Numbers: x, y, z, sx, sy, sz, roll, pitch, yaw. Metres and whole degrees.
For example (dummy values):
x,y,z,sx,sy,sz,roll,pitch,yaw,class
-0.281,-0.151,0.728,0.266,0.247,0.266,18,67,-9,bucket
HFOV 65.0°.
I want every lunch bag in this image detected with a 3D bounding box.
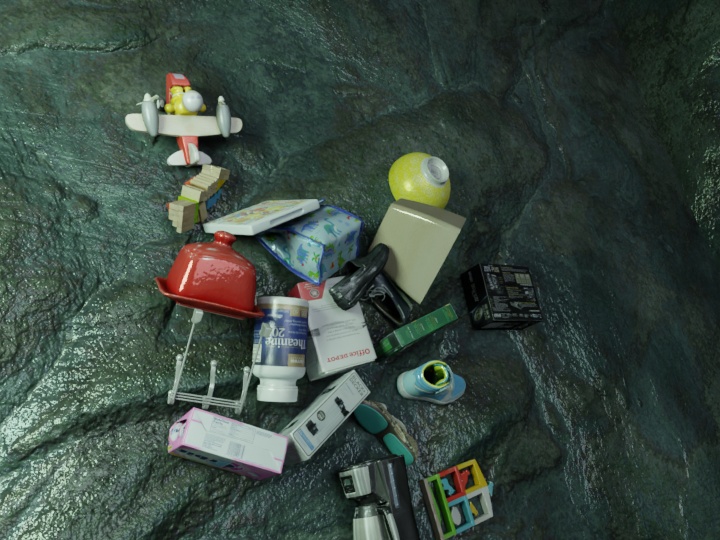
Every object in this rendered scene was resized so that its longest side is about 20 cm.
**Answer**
x,y,z,sx,sy,sz,roll,pitch,yaw,class
-0.118,-0.083,1.280,0.197,0.130,0.169,25,34,24,lunch bag

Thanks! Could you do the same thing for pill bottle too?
x,y,z,sx,sy,sz,roll,pitch,yaw,class
-0.163,0.159,1.144,0.109,0.110,0.205,7,80,-30,pill bottle

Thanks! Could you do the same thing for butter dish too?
x,y,z,sx,sy,sz,roll,pitch,yaw,class
-0.278,-0.002,1.088,0.197,0.199,0.151,16,92,-25,butter dish

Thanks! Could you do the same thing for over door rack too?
x,y,z,sx,sy,sz,roll,pitch,yaw,class
-0.265,0.167,1.061,0.145,0.203,0.067,14,18,-25,over door rack

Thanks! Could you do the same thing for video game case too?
x,y,z,sx,sy,sz,roll,pitch,yaw,class
-0.214,-0.117,1.213,0.180,0.198,0.023,-28,112,-38,video game case

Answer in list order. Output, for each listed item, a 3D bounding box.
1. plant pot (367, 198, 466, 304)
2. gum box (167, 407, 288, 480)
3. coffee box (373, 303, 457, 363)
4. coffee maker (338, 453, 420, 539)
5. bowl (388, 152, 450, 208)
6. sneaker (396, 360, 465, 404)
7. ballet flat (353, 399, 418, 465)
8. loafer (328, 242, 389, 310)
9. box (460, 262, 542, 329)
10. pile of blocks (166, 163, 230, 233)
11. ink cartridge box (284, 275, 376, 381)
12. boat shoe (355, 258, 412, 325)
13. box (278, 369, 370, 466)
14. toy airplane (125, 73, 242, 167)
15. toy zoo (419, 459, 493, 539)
x,y,z,sx,sy,sz,roll,pitch,yaw,class
0.132,-0.071,1.388,0.175,0.203,0.200,30,18,6,plant pot
-0.245,0.318,1.027,0.197,0.113,0.067,25,56,-21,gum box
0.128,0.149,1.350,0.198,0.123,0.045,-21,76,-37,coffee box
0.053,0.486,1.149,0.191,0.133,0.204,17,57,-53,coffee maker
0.187,-0.258,1.593,0.197,0.107,0.204,14,60,-26,bowl
0.198,0.263,1.332,0.196,0.130,0.081,6,63,-31,sneaker
0.057,0.344,1.253,0.200,0.067,0.076,48,29,-11,ballet flat
0.000,0.000,1.263,0.071,0.068,0.201,47,54,-13,loafer
0.395,0.075,1.580,0.196,0.086,0.167,3,66,-32,box
-0.358,-0.161,1.225,0.061,0.083,0.201,19,47,12,pile of blocks
-0.067,0.127,1.255,0.144,0.083,0.204,-7,71,-35,ink cartridge box
0.044,0.055,1.372,0.200,0.074,0.062,47,39,-16,boat shoe
-0.080,0.297,1.144,0.060,0.116,0.199,50,50,-1,box
-0.379,-0.328,1.234,0.198,0.141,0.202,37,52,-13,toy airplane
0.233,0.521,1.301,0.197,0.020,0.134,-6,71,-35,toy zoo
